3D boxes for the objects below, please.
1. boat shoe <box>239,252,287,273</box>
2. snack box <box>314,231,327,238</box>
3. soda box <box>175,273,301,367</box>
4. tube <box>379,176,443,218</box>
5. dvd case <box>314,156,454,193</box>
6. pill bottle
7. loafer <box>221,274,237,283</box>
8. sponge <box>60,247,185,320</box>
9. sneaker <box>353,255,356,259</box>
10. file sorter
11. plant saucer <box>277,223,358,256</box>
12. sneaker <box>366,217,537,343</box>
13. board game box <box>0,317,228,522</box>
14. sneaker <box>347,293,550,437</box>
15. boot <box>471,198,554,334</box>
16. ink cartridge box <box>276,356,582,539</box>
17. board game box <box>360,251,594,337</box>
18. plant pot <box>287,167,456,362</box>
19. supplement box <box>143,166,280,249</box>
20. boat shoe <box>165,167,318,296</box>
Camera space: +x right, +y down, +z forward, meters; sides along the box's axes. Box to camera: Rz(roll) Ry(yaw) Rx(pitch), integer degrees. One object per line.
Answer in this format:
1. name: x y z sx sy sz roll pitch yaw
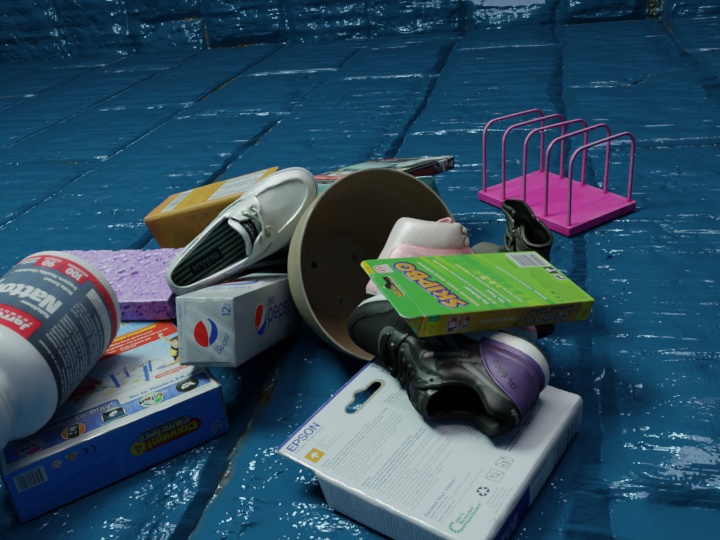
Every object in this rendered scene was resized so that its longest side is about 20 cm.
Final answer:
1. boat shoe: -0.143 -0.043 1.027 0.199 0.061 0.072 -17 27 -20
2. snack box: -0.099 -0.072 0.940 0.072 0.025 0.199 -33 27 -35
3. soda box: -0.122 0.046 0.768 0.062 0.069 0.200 0 7 14
4. tube: 0.081 -0.061 0.872 0.076 0.200 0.051 -3 63 24
5. dvd case: 0.015 -0.127 0.972 0.145 0.022 0.199 4 20 40
6. pill bottle: -0.308 0.078 0.639 0.118 0.121 0.201 -1 27 10
7. loafer: -0.250 0.022 0.909 0.198 0.071 0.070 -21 11 -27
8. sponge: -0.291 0.015 0.848 0.197 0.030 0.112 -2 34 13
9. sneaker: 0.023 -0.031 0.970 0.075 0.076 0.200 -21 19 -7
10. file sorter: 0.291 -0.158 1.082 0.138 0.127 0.200 -19 29 -25
11. plant saucer: -0.038 -0.067 0.960 0.198 0.035 0.201 -17 21 6
12. sneaker: 0.108 0.008 0.738 0.198 0.106 0.075 21 -8 -19
13. board game box: -0.260 0.129 0.723 0.198 0.057 0.195 -20 29 -24
14. sneaker: 0.058 0.081 0.635 0.198 0.077 0.088 14 40 33
15. boot: 0.179 -0.026 0.844 0.067 0.132 0.200 -10 27 -8
16. ink cartridge box: 0.063 0.147 0.628 0.198 0.044 0.196 14 35 35
17. board game box: 0.103 0.018 0.647 0.197 0.030 0.096 -1 30 -27
18. plant pot: 0.000 0.000 0.802 0.198 0.203 0.134 -20 4 -26
19. supplement box: -0.174 -0.069 0.897 0.198 0.067 0.069 -7 32 36
20. boat shoe: -0.122 -0.037 0.775 0.200 0.074 0.067 -43 9 -7
